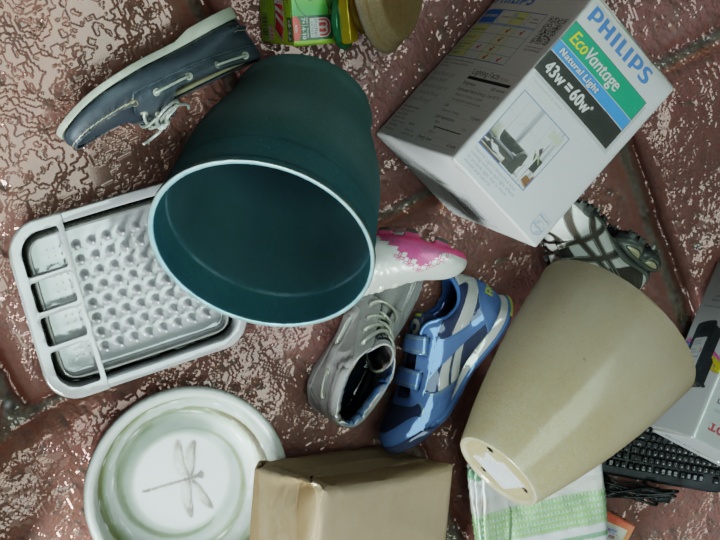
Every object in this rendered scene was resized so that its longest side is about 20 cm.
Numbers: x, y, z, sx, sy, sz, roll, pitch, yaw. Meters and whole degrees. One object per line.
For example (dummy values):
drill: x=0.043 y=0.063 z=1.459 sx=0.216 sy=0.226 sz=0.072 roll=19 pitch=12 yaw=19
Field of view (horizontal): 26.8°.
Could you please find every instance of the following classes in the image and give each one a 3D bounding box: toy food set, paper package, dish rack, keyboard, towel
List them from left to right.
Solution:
dish rack: x=-0.217 y=0.012 z=1.410 sx=0.199 sy=0.044 sz=0.173 roll=-18 pitch=104 yaw=-16
paper package: x=-0.011 y=0.282 z=1.471 sx=0.190 sy=0.103 sz=0.201 roll=-2 pitch=100 yaw=-43
toy food set: x=0.015 y=-0.298 z=1.371 sx=0.048 sy=0.198 sz=0.201 roll=2 pitch=108 yaw=18
towel: x=0.189 y=0.278 z=1.551 sx=0.148 sy=0.031 sz=0.201 roll=-10 pitch=100 yaw=-14
keyboard: x=0.324 y=0.210 z=1.643 sx=0.199 sy=0.040 sz=0.105 roll=12 pitch=95 yaw=-20

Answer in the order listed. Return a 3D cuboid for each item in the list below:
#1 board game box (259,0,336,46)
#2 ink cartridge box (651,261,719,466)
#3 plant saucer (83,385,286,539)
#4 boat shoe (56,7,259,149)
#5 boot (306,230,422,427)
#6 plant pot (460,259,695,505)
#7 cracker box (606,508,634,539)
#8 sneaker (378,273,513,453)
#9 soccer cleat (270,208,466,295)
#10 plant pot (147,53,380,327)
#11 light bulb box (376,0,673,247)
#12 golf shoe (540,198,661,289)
board game box: x=-0.061 y=-0.308 z=1.375 sx=0.047 sy=0.102 sz=0.201 roll=-8 pitch=102 yaw=-19
ink cartridge box: x=0.422 y=0.112 z=1.625 sx=0.145 sy=0.083 sz=0.201 roll=27 pitch=83 yaw=-23
plant saucer: x=-0.171 y=0.205 z=1.458 sx=0.199 sy=0.050 sz=0.201 roll=-4 pitch=100 yaw=-20
boat shoe: x=-0.182 y=-0.163 z=1.375 sx=0.200 sy=0.075 sz=0.062 roll=-36 pitch=93 yaw=-19
boot: x=0.019 y=0.060 z=1.475 sx=0.073 sy=0.096 sz=0.201 roll=25 pitch=91 yaw=-22
plant pot: x=0.194 y=0.126 z=1.477 sx=0.200 sy=0.187 sz=0.188 roll=-47 pitch=112 yaw=-22
cracker box: x=0.183 y=0.324 z=1.603 sx=0.134 sy=0.058 sz=0.201 roll=29 pitch=88 yaw=-20
sneaker: x=0.069 y=0.089 z=1.513 sx=0.082 sy=0.074 sz=0.201 roll=38 pitch=77 yaw=-22
soccer cleat: x=0.000 y=0.000 z=1.442 sx=0.199 sy=0.070 sz=0.087 roll=10 pitch=81 yaw=9
plant pot: x=-0.071 y=-0.086 z=1.350 sx=0.200 sy=0.200 sz=0.189 roll=34 pitch=44 yaw=-22
light bulb box: x=0.151 y=-0.151 z=1.429 sx=0.200 sy=0.198 sz=0.125 roll=-48 pitch=113 yaw=-5
golf shoe: x=0.215 y=-0.024 z=1.541 sx=0.199 sy=0.078 sz=0.095 roll=31 pitch=89 yaw=-21
